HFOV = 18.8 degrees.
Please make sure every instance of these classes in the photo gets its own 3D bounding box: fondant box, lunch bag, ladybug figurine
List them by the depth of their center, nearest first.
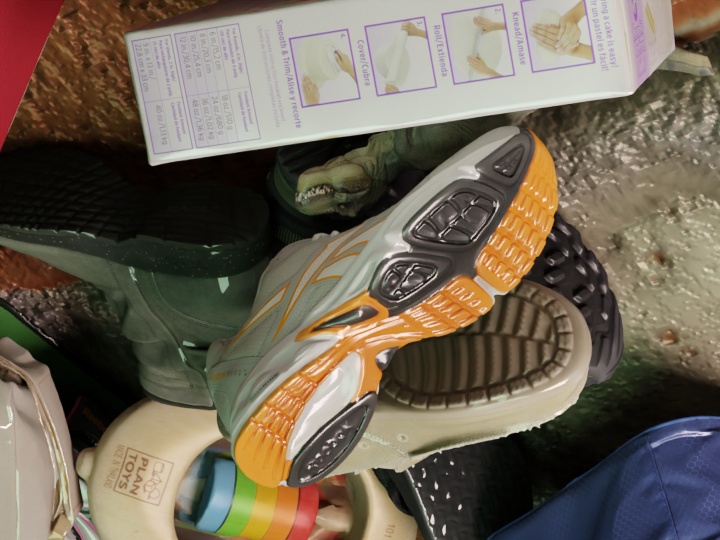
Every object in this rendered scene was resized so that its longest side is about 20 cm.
[{"bbox_3d":[0.021,-0.094,0.901,0.199,0.144,0.058,-8,100,16],"label":"fondant box"},{"bbox_3d":[0.163,0.177,1.132,0.136,0.133,0.200,7,146,-35],"label":"lunch bag"},{"bbox_3d":[-0.065,0.124,1.205,0.199,0.136,0.072,20,180,-24],"label":"ladybug figurine"}]

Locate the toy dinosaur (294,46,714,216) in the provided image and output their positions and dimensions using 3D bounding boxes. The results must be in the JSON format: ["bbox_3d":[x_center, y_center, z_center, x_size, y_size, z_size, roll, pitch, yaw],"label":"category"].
[{"bbox_3d":[0.052,-0.093,1.000,0.199,0.047,0.088,-22,107,13],"label":"toy dinosaur"}]

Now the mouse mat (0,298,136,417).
[{"bbox_3d":[-0.188,0.105,1.305,0.200,0.008,0.161,39,132,-20],"label":"mouse mat"}]

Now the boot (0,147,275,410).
[{"bbox_3d":[-0.121,0.015,1.122,0.199,0.068,0.131,13,132,28],"label":"boot"}]

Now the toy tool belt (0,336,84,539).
[{"bbox_3d":[-0.215,0.123,1.185,0.124,0.123,0.201,-7,118,-11],"label":"toy tool belt"}]

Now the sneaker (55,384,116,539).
[{"bbox_3d":[-0.156,0.115,1.244,0.199,0.080,0.086,23,133,-5],"label":"sneaker"}]

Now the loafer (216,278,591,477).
[{"bbox_3d":[0.027,0.054,1.039,0.199,0.076,0.068,-10,147,32],"label":"loafer"}]

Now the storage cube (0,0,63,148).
[{"bbox_3d":[-0.230,-0.167,0.928,0.170,0.200,0.180,3,140,16],"label":"storage cube"}]

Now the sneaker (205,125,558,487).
[{"bbox_3d":[0.000,0.000,0.997,0.200,0.092,0.076,-44,131,3],"label":"sneaker"}]

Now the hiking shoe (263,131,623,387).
[{"bbox_3d":[0.037,0.001,1.092,0.200,0.076,0.101,33,143,-1],"label":"hiking shoe"}]

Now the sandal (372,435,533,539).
[{"bbox_3d":[0.029,0.086,1.180,0.048,0.075,0.201,3,132,58],"label":"sandal"}]
